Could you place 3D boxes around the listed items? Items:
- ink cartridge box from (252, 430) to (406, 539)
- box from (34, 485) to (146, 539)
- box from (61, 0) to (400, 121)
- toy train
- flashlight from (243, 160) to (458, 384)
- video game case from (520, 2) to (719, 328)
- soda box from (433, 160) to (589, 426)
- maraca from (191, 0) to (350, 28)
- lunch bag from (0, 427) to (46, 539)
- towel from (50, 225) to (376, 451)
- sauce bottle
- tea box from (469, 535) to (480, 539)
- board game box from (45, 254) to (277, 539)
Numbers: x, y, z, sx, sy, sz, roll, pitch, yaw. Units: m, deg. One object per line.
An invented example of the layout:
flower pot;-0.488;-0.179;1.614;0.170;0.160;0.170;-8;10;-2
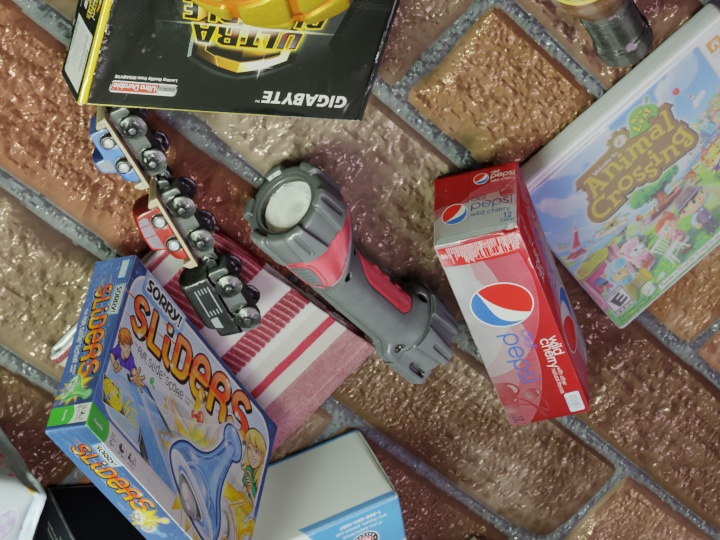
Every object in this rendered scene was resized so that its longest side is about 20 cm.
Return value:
ink cartridge box;-0.037;0.239;1.725;0.144;0.084;0.201;-22;131;-13
box;-0.160;0.280;1.611;0.103;0.200;0.183;0;124;-29
box;-0.071;-0.175;1.424;0.199;0.049;0.161;2;120;-29
toy train;-0.123;-0.034;1.492;0.046;0.034;0.201;-21;123;12
flashlight;0.000;0.000;1.586;0.068;0.068;0.200;-36;138;13
video game case;0.221;-0.072;1.678;0.200;0.022;0.182;-41;132;4
soda box;0.109;0.019;1.640;0.063;0.070;0.201;-11;135;14
maraca;-0.026;-0.195;1.325;0.199;0.137;0.108;-6;82;-29
lunch bag;-0.324;0.199;1.514;0.169;0.127;0.201;6;111;-34
towel;-0.100;0.054;1.597;0.144;0.023;0.200;-45;131;10
sauce bottle;0.138;-0.211;1.501;0.065;0.065;0.200;-38;132;2
tea box;0.135;0.351;1.825;0.134;0.200;0.197;-42;131;6
board game box;-0.127;0.104;1.523;0.034;0.136;0.200;-10;139;26
